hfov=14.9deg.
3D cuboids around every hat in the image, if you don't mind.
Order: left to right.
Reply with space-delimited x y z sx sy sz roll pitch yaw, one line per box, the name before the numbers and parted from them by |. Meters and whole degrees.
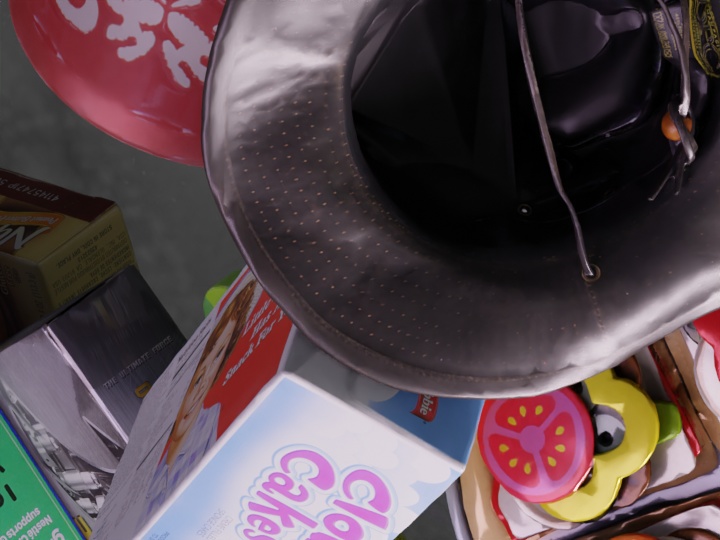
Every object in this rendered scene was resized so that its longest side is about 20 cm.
hat | 0.046 -0.063 0.835 0.201 0.201 0.081 64 178 -19

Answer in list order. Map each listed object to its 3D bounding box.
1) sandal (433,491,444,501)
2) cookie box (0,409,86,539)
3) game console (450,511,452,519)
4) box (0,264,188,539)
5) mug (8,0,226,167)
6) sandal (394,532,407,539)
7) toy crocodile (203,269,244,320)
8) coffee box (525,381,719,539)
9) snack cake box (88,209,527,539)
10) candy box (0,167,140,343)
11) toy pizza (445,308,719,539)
sandal | 0.009 0.064 1.067 0.057 0.080 0.201 34 154 -12
cookie box | -0.220 0.076 1.118 0.171 0.075 0.200 -24 102 49
game console | 0.130 0.128 1.019 0.200 0.031 0.177 49 152 5
box | -0.100 0.093 1.116 0.158 0.048 0.200 55 151 -5
mug | -0.045 -0.155 0.855 0.177 0.133 0.200 33 140 8
sandal | 0.029 0.171 1.125 0.200 0.079 0.087 44 154 41
toy crocodile | 0.000 0.000 1.003 0.062 0.068 0.200 52 144 3
coffee box | 0.160 0.124 0.915 0.200 0.044 0.123 46 114 5
snack cake box | -0.025 0.053 0.920 0.067 0.115 0.200 29 140 -10
candy box | -0.138 0.053 1.232 0.115 0.055 0.200 18 135 40
toy pizza | 0.115 0.064 0.874 0.200 0.032 0.200 4 99 24
